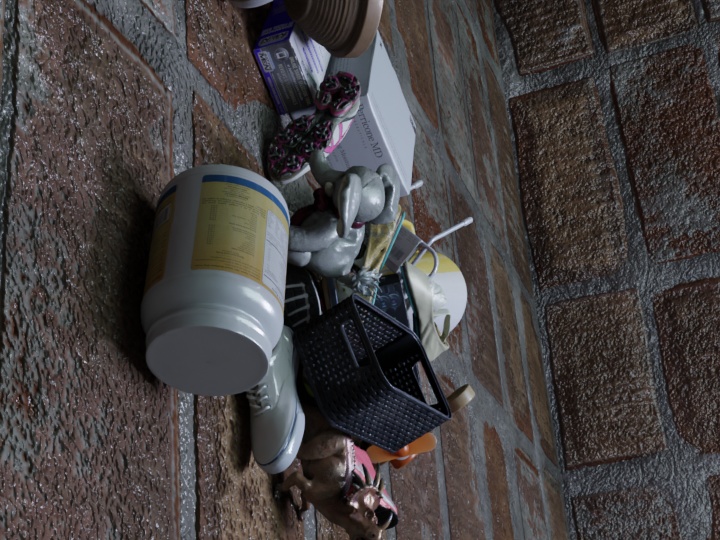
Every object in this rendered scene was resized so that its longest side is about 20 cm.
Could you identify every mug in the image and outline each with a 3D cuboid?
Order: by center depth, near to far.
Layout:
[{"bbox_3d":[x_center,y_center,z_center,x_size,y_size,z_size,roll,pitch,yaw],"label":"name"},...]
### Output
[{"bbox_3d":[0.070,0.027,1.975,0.187,0.150,0.153,49,19,19],"label":"mug"}]

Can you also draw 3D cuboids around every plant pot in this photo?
[{"bbox_3d":[-0.050,-0.399,1.656,0.200,0.092,0.204,175,-90,-65],"label":"plant pot"}]

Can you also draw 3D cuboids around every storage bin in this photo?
[{"bbox_3d":[0.017,0.131,1.471,0.200,0.093,0.136,33,29,-55],"label":"storage bin"}]

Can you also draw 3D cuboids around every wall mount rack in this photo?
[{"bbox_3d":[0.072,-0.058,1.879,0.200,0.174,0.075,39,-2,29],"label":"wall mount rack"}]

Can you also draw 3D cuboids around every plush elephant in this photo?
[{"bbox_3d":[-0.034,-0.076,1.505,0.156,0.198,0.164,-66,162,12],"label":"plush elephant"}]

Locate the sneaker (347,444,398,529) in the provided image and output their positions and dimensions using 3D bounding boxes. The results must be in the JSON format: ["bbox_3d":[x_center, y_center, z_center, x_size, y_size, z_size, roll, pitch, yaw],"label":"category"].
[{"bbox_3d":[0.003,0.288,1.632,0.201,0.073,0.088,60,23,-45],"label":"sneaker"}]

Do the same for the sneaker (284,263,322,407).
[{"bbox_3d":[-0.074,0.081,1.556,0.081,0.073,0.203,-79,159,-74],"label":"sneaker"}]

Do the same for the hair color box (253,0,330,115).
[{"bbox_3d":[-0.097,-0.330,1.767,0.201,0.064,0.110,-81,154,-54],"label":"hair color box"}]

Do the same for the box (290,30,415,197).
[{"bbox_3d":[-0.006,-0.238,1.881,0.201,0.129,0.200,-82,154,-49],"label":"box"}]

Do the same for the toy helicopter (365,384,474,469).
[{"bbox_3d":[0.083,0.229,1.739,0.079,0.199,0.132,52,23,0],"label":"toy helicopter"}]

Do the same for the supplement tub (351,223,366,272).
[{"bbox_3d":[-0.016,-0.059,1.720,0.200,0.105,0.108,-116,-169,-83],"label":"supplement tub"}]

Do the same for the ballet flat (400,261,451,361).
[{"bbox_3d":[0.103,0.058,1.796,0.070,0.068,0.201,-86,168,-45],"label":"ballet flat"}]

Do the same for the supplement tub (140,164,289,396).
[{"bbox_3d":[-0.147,0.010,1.213,0.145,0.143,0.202,58,26,-47],"label":"supplement tub"}]

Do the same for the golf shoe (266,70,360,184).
[{"bbox_3d":[-0.060,-0.185,1.679,0.201,0.072,0.093,-51,159,-28],"label":"golf shoe"}]

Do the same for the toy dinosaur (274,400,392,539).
[{"bbox_3d":[-0.034,0.235,1.439,0.086,0.134,0.203,4,73,-73],"label":"toy dinosaur"}]

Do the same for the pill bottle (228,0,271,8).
[{"bbox_3d":[-0.163,-0.457,1.553,0.112,0.110,0.201,-84,156,-47],"label":"pill bottle"}]

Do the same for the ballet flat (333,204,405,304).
[{"bbox_3d":[0.000,0.000,1.592,0.071,0.070,0.203,23,85,-70],"label":"ballet flat"}]

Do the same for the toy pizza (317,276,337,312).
[{"bbox_3d":[-0.036,0.092,1.676,0.200,0.031,0.203,-10,90,-88],"label":"toy pizza"}]

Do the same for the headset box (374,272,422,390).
[{"bbox_3d":[0.031,0.102,1.741,0.174,0.091,0.203,-88,168,-85],"label":"headset box"}]

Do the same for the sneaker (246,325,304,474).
[{"bbox_3d":[-0.112,0.141,1.389,0.071,0.073,0.202,40,32,-39],"label":"sneaker"}]
